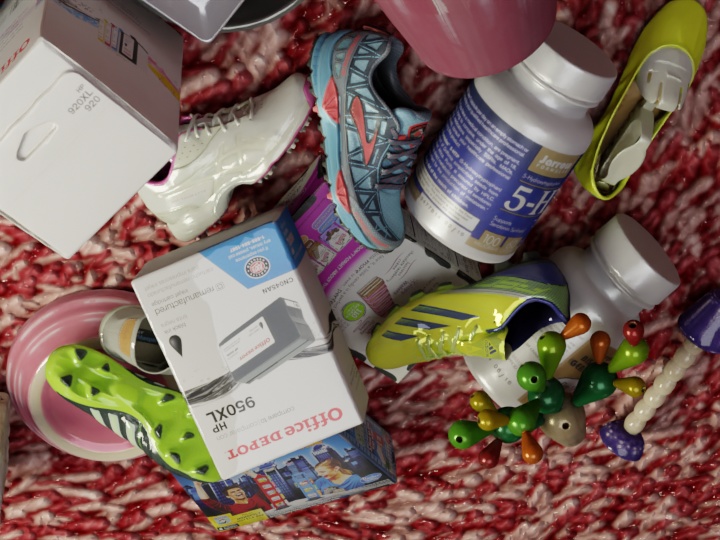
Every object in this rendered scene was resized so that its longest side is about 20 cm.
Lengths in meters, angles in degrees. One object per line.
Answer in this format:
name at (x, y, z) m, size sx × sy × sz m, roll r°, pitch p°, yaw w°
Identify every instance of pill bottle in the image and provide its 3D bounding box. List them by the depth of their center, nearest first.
pill bottle at (0.136, -0.117, 1.500) m, size 0.119 × 0.120 × 0.201 m, roll 23°, pitch 119°, yaw -19°
pill bottle at (0.202, 0.043, 1.614) m, size 0.114 × 0.115 × 0.200 m, roll 37°, pitch 113°, yaw -25°

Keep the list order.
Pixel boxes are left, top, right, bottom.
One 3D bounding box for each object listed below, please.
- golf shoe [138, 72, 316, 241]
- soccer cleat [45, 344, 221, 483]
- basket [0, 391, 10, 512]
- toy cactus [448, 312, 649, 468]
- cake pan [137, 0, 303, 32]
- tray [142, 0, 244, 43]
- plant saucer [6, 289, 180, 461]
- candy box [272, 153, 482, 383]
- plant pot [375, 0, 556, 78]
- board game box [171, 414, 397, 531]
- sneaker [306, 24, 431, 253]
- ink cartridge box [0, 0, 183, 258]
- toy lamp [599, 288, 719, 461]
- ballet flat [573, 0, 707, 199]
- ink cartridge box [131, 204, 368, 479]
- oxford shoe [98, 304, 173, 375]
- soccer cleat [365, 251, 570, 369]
golf shoe at (-0.123, -0.113, 1.511) m, size 0.091 × 0.075 × 0.200 m, roll 39°, pitch 111°, yaw -22°
soccer cleat at (-0.208, 0.133, 1.592) m, size 0.199 × 0.081 × 0.068 m, roll 35°, pitch 74°, yaw -11°
basket at (-0.440, 0.187, 1.638) m, size 0.198 × 0.124 × 0.136 m, roll 7°, pitch 126°, yaw -6°
toy cactus at (0.183, 0.126, 1.546) m, size 0.200 × 0.102 × 0.165 m, roll -37°, pitch 149°, yaw 1°
cake pan at (-0.117, -0.297, 1.410) m, size 0.199 × 0.037 × 0.201 m, roll -2°, pitch 124°, yaw -3°
tray at (-0.173, -0.281, 1.380) m, size 0.199 × 0.022 × 0.107 m, roll 33°, pitch 115°, yaw -24°
plant saucer at (-0.248, 0.114, 1.660) m, size 0.199 × 0.051 × 0.202 m, roll -2°, pitch 124°, yaw -3°
candy box at (0.000, 0.000, 1.600) m, size 0.199 × 0.061 × 0.136 m, roll 34°, pitch 114°, yaw -23°
plant pot at (0.079, -0.263, 1.371) m, size 0.199 × 0.201 × 0.179 m, roll -19°, pitch 138°, yaw 8°
board game box at (-0.088, 0.162, 1.669) m, size 0.199 × 0.062 × 0.200 m, roll -16°, pitch 138°, yaw 10°
sneaker at (0.017, -0.113, 1.473) m, size 0.095 × 0.079 × 0.201 m, roll -7°, pitch 104°, yaw 27°
ink cartridge box at (-0.246, -0.143, 1.402) m, size 0.144 × 0.201 × 0.147 m, roll 37°, pitch 114°, yaw -25°
toy lamp at (0.313, 0.104, 1.698) m, size 0.058 × 0.058 × 0.201 m, roll 20°, pitch 119°, yaw -17°
ballet flat at (0.258, -0.147, 1.523) m, size 0.066 × 0.067 × 0.201 m, roll 20°, pitch 119°, yaw -17°
ink cartridge box at (-0.096, 0.064, 1.516) m, size 0.144 × 0.084 × 0.201 m, roll -22°, pitch 100°, yaw 8°
oxford shoe at (-0.150, 0.071, 1.605) m, size 0.199 × 0.058 × 0.076 m, roll 8°, pitch 95°, yaw -34°
soccer cleat at (0.098, 0.053, 1.549) m, size 0.199 × 0.084 × 0.065 m, roll -23°, pitch 150°, yaw 10°
